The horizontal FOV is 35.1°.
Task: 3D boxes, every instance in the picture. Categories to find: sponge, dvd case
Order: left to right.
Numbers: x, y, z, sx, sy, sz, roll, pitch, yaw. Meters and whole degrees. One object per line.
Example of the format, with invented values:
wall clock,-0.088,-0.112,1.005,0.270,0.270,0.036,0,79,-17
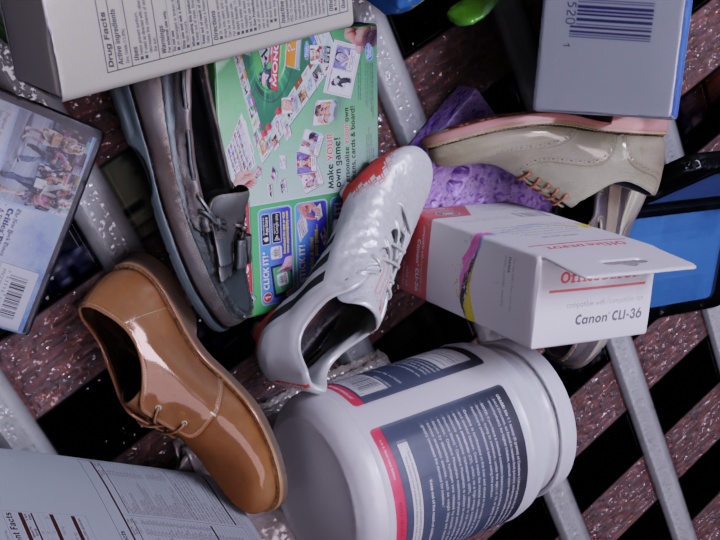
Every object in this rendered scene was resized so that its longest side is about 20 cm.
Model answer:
dvd case,-0.267,-0.054,0.688,0.199,0.017,0.144,21,90,-36
sponge,0.106,-0.042,0.941,0.112,0.030,0.200,-51,125,-12

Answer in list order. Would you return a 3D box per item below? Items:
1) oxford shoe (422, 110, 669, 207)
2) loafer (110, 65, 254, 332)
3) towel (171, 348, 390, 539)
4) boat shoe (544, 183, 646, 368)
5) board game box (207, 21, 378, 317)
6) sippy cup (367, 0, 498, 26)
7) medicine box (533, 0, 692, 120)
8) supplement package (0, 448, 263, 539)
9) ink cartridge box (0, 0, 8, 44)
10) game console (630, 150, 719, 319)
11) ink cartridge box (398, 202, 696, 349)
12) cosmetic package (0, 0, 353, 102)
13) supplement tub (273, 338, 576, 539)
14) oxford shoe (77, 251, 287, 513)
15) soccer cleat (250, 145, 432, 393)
oxford shoe,0.145,-0.084,0.867,0.198,0.071,0.075,-3,96,-10
loafer,-0.103,-0.057,0.745,0.062,0.072,0.202,-16,106,12
towel,-0.048,0.155,0.889,0.199,0.034,0.134,-23,116,-28
boat shoe,0.179,-0.022,0.945,0.073,0.074,0.202,15,86,-27
board game box,-0.048,-0.073,0.827,0.133,0.029,0.202,-11,110,-31
sippy cup,0.039,-0.252,0.781,0.130,0.140,0.178,-44,96,-3
medicine box,0.197,-0.216,0.850,0.200,0.102,0.184,-39,135,-69
supplement package,-0.183,0.239,0.734,0.199,0.147,0.193,16,105,-37
ink cartridge box,-0.166,-0.238,0.678,0.200,0.059,0.104,-48,124,-14
game console,0.319,-0.032,1.043,0.198,0.175,0.118,-8,80,-33
ink cartridge box,0.130,0.004,0.829,0.115,0.199,0.068,-5,107,-32
cosmetic package,-0.105,-0.175,0.659,0.199,0.071,0.106,-20,118,-32
supplement tub,0.047,0.134,0.843,0.198,0.140,0.142,-14,111,-32
oxford shoe,-0.123,0.090,0.764,0.201,0.071,0.071,56,41,-8
soccer cleat,0.000,0.000,0.810,0.069,0.085,0.201,43,78,-35
